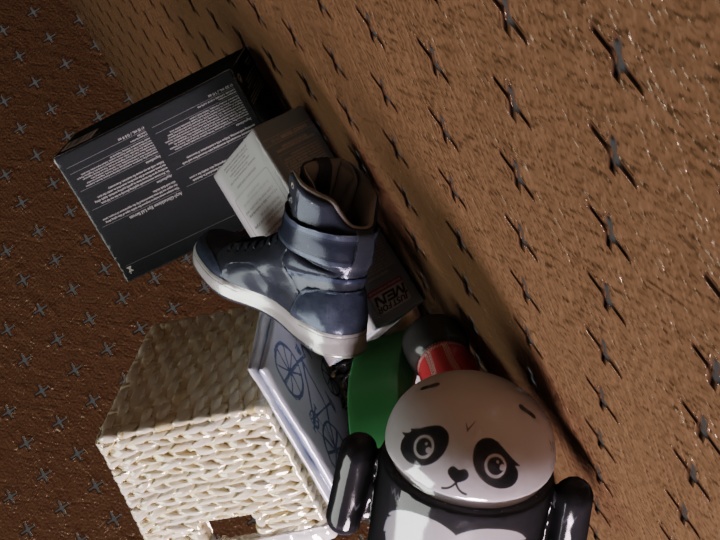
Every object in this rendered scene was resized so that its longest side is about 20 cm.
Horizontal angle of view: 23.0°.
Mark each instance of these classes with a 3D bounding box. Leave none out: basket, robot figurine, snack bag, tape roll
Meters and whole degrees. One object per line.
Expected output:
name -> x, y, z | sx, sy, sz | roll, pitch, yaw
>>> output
basket -> -0.114, 0.147, 1.664 | 0.201, 0.196, 0.162 | -69, -39, -55
robot figurine -> 0.068, 0.169, 1.237 | 0.125, 0.149, 0.202 | 43, 134, 46
snack bag -> -0.040, 0.103, 1.586 | 0.190, 0.021, 0.201 | 60, -160, -26
tape roll -> 0.054, 0.149, 1.449 | 0.201, 0.048, 0.202 | 52, -152, -44

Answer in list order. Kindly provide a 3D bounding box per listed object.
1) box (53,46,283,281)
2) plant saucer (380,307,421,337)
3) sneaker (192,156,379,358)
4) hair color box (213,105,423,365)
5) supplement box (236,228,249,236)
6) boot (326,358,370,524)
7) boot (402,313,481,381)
box -> -0.164, -0.099, 1.669 | 0.142, 0.198, 0.079 | 61, -162, -16
plant saucer -> 0.000, 0.000, 1.647 | 0.201, 0.035, 0.200 | 57, 174, 10
sneaker -> -0.060, -0.035, 1.449 | 0.201, 0.076, 0.148 | 27, 122, 39
hair color box -> -0.038, -0.029, 1.537 | 0.201, 0.060, 0.099 | 59, 147, 6
supplement box -> -0.104, -0.076, 1.770 | 0.201, 0.108, 0.061 | 62, 173, -20
boot -> 0.004, 0.129, 1.564 | 0.139, 0.077, 0.200 | 56, -165, -7
boot -> 0.090, 0.119, 1.414 | 0.201, 0.072, 0.145 | 63, -178, -54
